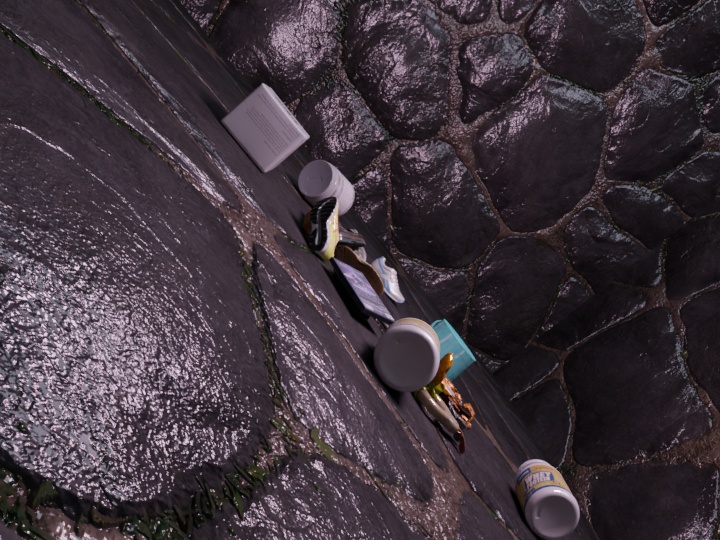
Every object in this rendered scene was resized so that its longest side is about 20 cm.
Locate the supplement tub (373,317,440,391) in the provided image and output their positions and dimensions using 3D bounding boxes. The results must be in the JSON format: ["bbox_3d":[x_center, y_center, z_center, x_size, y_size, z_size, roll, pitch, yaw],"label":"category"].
[{"bbox_3d":[0.110,0.186,1.359,0.145,0.144,0.200,51,8,4],"label":"supplement tub"}]

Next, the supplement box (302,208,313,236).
[{"bbox_3d":[-0.130,-0.147,1.807,0.069,0.066,0.200,49,7,-15],"label":"supplement box"}]

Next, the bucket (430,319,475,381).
[{"bbox_3d":[0.287,0.274,2.032,0.208,0.134,0.207,51,6,-8],"label":"bucket"}]

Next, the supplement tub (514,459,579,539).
[{"bbox_3d":[0.510,0.629,1.656,0.145,0.144,0.200,50,7,-5],"label":"supplement tub"}]

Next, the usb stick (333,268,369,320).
[{"bbox_3d":[-0.025,0.056,1.594,0.055,0.033,0.201,42,12,-41],"label":"usb stick"}]

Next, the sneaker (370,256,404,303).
[{"bbox_3d":[0.113,0.039,2.324,0.201,0.080,0.076,54,6,8],"label":"sneaker"}]

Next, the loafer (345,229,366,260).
[{"bbox_3d":[-0.021,-0.056,2.014,0.201,0.069,0.070,-99,-167,-47],"label":"loafer"}]

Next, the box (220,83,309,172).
[{"bbox_3d":[-0.284,-0.431,1.821,0.199,0.171,0.200,50,7,-9],"label":"box"}]

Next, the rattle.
[{"bbox_3d":[0.234,0.328,1.480,0.200,0.143,0.130,47,-10,11],"label":"rattle"}]

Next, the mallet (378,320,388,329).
[{"bbox_3d":[0.025,0.098,1.703,0.201,0.041,0.066,55,8,-6],"label":"mallet"}]

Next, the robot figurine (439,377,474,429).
[{"bbox_3d":[0.262,0.369,1.729,0.201,0.058,0.145,53,9,14],"label":"robot figurine"}]

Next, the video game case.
[{"bbox_3d":[0.004,0.055,1.579,0.142,0.019,0.201,29,20,-49],"label":"video game case"}]

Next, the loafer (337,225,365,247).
[{"bbox_3d":[-0.038,-0.110,1.894,0.200,0.071,0.064,6,76,-65],"label":"loafer"}]

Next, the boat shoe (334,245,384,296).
[{"bbox_3d":[0.000,0.000,1.877,0.200,0.072,0.065,45,5,3],"label":"boat shoe"}]

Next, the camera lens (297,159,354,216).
[{"bbox_3d":[-0.123,-0.298,2.199,0.161,0.160,0.200,55,8,28],"label":"camera lens"}]

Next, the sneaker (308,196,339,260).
[{"bbox_3d":[-0.094,-0.117,1.674,0.090,0.077,0.202,52,41,-49],"label":"sneaker"}]
